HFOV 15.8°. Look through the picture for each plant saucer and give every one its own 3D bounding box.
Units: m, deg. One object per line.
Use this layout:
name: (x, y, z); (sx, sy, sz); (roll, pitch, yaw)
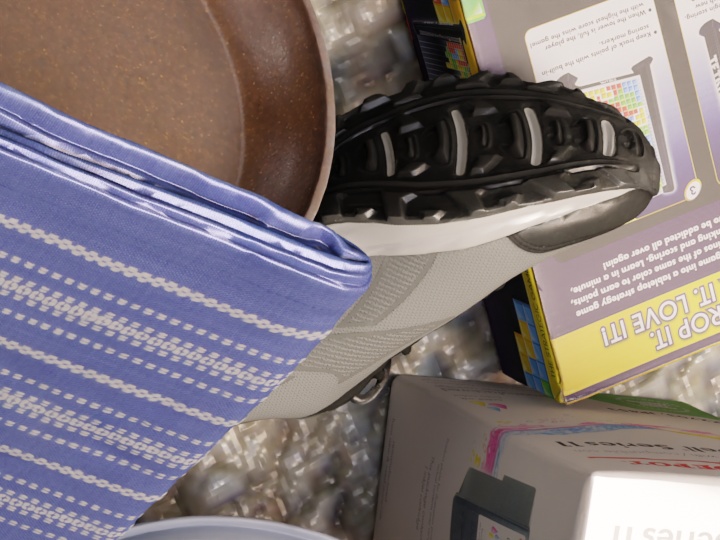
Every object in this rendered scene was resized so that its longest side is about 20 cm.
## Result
plant saucer: (-0.102, -0.063, 0.753); (0.199, 0.034, 0.201); (17, 55, -25)

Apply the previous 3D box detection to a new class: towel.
towel: (-0.106, 0.025, 0.687); (0.144, 0.200, 0.024); (22, 46, -25)

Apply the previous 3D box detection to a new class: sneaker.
sneaker: (0.000, 0.000, 0.806); (0.199, 0.074, 0.080); (-20, 124, 14)

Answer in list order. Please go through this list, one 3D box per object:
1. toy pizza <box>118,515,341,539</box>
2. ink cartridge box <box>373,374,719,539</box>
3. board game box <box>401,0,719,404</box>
toy pizza: (-0.040, 0.167, 0.825); (0.199, 0.032, 0.201); (2, 108, 5)
ink cartridge box: (0.092, 0.085, 0.805); (0.117, 0.200, 0.068); (6, 96, -21)
board game box: (0.123, -0.069, 0.871); (0.199, 0.057, 0.166); (-20, 107, -17)
